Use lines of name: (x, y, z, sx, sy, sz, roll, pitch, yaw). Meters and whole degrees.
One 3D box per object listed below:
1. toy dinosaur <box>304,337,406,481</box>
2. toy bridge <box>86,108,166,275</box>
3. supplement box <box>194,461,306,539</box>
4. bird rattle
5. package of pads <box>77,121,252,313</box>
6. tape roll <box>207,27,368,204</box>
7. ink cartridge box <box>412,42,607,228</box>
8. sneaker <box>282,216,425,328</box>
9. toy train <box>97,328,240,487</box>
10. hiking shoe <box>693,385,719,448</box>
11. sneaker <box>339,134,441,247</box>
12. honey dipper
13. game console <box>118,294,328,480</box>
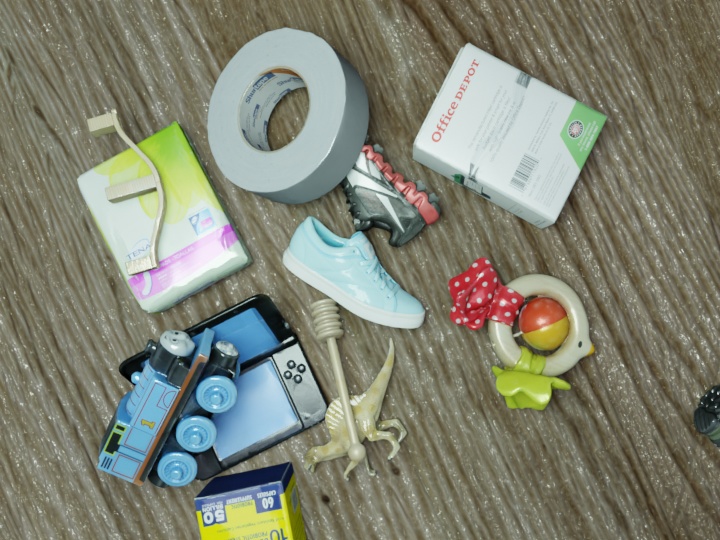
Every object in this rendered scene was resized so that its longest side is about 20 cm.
toy dinosaur: (0.008, 0.191, 0.916, 0.101, 0.058, 0.201, 38, 89, 4)
toy bridge: (-0.274, -0.100, 0.881, 0.066, 0.027, 0.203, -16, 86, -4)
supplement box: (-0.122, 0.354, 0.884, 0.107, 0.110, 0.204, -12, 88, 0)
bird rattle: (0.205, 0.072, 0.917, 0.161, 0.113, 0.203, -20, 74, -11)
package of pads: (-0.250, -0.063, 0.926, 0.153, 0.068, 0.202, -28, 87, -2)
tape roll: (-0.091, -0.187, 0.891, 0.197, 0.066, 0.204, -4, 82, 26)
ink cartridge box: (0.181, -0.166, 0.914, 0.198, 0.084, 0.148, 29, 88, 2)
sneaker: (0.000, 0.000, 0.905, 0.198, 0.074, 0.083, 27, 114, 2)
toy train: (-0.214, 0.156, 0.827, 0.113, 0.087, 0.202, 25, 106, -16)
hiking shoe: (0.516, 0.154, 0.908, 0.101, 0.076, 0.200, 44, 98, -6)
sneaker: (0.004, -0.107, 0.921, 0.200, 0.071, 0.098, 41, 87, 1)
honey dipper: (-0.026, 0.135, 0.903, 0.037, 0.038, 0.203, -14, 72, 0)
game console: (-0.161, 0.149, 0.891, 0.197, 0.116, 0.178, -26, 87, 0)
